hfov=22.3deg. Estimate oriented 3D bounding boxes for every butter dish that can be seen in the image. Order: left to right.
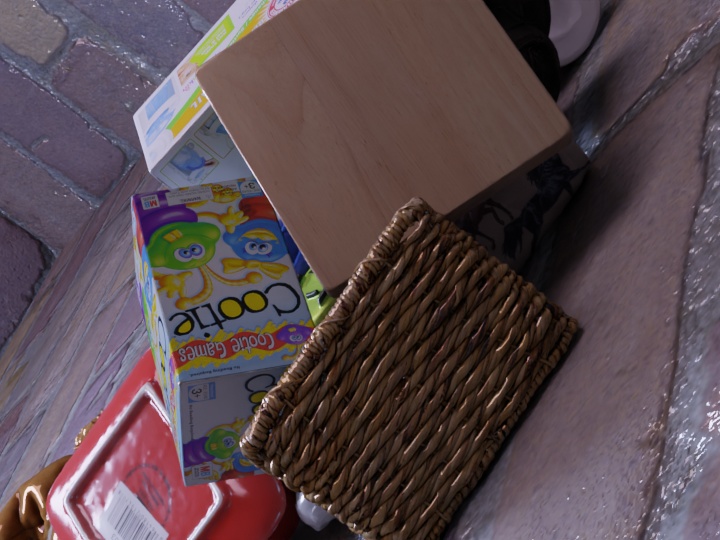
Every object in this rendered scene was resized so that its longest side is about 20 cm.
[{"bbox_3d":[-0.121,0.185,1.426,0.200,0.147,0.200,-52,54,17],"label":"butter dish"}]

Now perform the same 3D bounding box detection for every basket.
[{"bbox_3d":[0.018,0.066,1.202,0.201,0.148,0.143,-56,14,-4],"label":"basket"}]

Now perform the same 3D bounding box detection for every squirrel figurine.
[{"bbox_3d":[-0.226,0.210,1.728,0.186,0.141,0.201,-22,36,54],"label":"squirrel figurine"}]

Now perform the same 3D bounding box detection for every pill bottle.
[{"bbox_3d":[0.123,-0.220,1.617,0.111,0.110,0.200,-57,13,-11],"label":"pill bottle"}]

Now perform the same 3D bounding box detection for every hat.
[{"bbox_3d":[0.102,-0.137,1.404,0.200,0.081,0.202,-34,-36,-29],"label":"hat"}]

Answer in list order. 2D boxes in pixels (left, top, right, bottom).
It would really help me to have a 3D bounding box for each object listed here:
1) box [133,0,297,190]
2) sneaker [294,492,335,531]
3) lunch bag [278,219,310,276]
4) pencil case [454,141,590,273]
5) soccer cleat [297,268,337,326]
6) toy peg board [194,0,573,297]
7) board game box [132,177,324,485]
[{"bbox_3d":[-0.070,-0.141,1.421,0.200,0.101,0.113,-47,29,11],"label":"box"},{"bbox_3d":[-0.040,0.117,1.377,0.078,0.099,0.200,-49,15,21],"label":"sneaker"},{"bbox_3d":[-0.080,0.051,1.607,0.136,0.132,0.201,-42,18,40],"label":"lunch bag"},{"bbox_3d":[0.090,-0.030,1.339,0.201,0.078,0.089,-56,25,-4],"label":"pencil case"},{"bbox_3d":[0.001,-0.001,1.566,0.064,0.084,0.201,-24,25,33],"label":"soccer cleat"},{"bbox_3d":[0.021,-0.103,1.298,0.198,0.201,0.098,-33,-22,1],"label":"toy peg board"},{"bbox_3d":[-0.098,0.040,1.319,0.201,0.102,0.106,-112,18,-46],"label":"board game box"}]
